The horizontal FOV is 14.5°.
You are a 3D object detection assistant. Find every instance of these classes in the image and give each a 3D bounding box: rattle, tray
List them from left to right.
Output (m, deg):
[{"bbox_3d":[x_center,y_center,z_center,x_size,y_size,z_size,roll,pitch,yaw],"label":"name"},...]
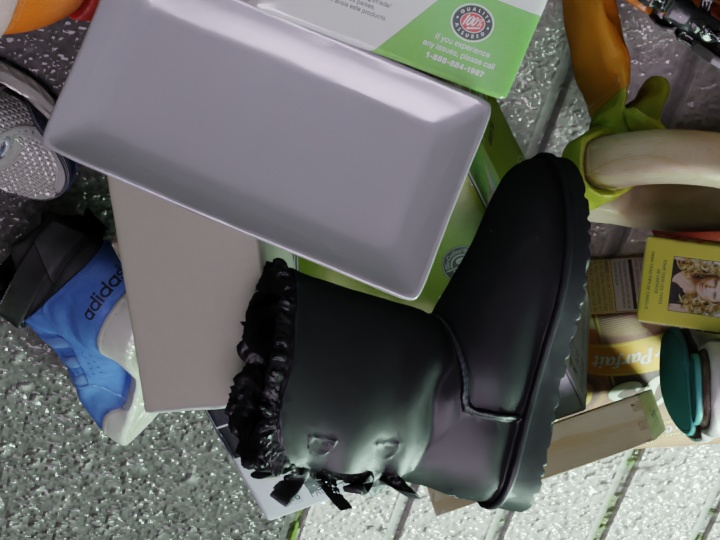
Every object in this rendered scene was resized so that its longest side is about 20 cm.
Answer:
[{"bbox_3d":[-0.045,-0.070,1.387,0.199,0.108,0.022,23,173,-3],"label":"tray"},{"bbox_3d":[0.209,-0.084,1.524,0.199,0.144,0.130,-1,150,12],"label":"rattle"}]

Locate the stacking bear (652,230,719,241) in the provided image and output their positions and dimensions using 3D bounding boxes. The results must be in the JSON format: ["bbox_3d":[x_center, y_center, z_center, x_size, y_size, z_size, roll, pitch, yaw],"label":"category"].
[{"bbox_3d":[0.257,-0.006,1.607,0.199,0.114,0.122,30,163,5],"label":"stacking bear"}]

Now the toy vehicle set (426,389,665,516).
[{"bbox_3d":[0.107,0.101,1.600,0.124,0.027,0.200,-20,176,8],"label":"toy vehicle set"}]

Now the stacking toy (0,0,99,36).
[{"bbox_3d":[-0.108,-0.182,1.441,0.199,0.147,0.147,3,135,-21],"label":"stacking toy"}]

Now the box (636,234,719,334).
[{"bbox_3d":[0.253,0.017,1.517,0.199,0.075,0.050,8,93,20],"label":"box"}]

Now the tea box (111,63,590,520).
[{"bbox_3d":[0.000,0.000,1.572,0.199,0.134,0.197,-20,115,16],"label":"tea box"}]

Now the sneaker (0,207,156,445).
[{"bbox_3d":[-0.161,0.028,1.671,0.111,0.077,0.200,37,164,11],"label":"sneaker"}]

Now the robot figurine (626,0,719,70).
[{"bbox_3d":[0.212,-0.127,1.476,0.199,0.145,0.058,34,105,0],"label":"robot figurine"}]

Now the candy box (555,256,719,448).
[{"bbox_3d":[0.158,0.051,1.711,0.199,0.056,0.116,-4,133,1],"label":"candy box"}]

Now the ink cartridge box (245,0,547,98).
[{"bbox_3d":[0.037,-0.207,1.390,0.145,0.084,0.201,19,102,-20],"label":"ink cartridge box"}]

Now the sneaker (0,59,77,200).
[{"bbox_3d":[-0.241,-0.083,1.548,0.199,0.086,0.077,32,125,-29],"label":"sneaker"}]

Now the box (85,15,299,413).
[{"bbox_3d":[-0.081,-0.033,1.456,0.082,0.068,0.201,-4,101,13],"label":"box"}]

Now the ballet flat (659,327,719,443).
[{"bbox_3d":[0.207,0.063,1.570,0.069,0.200,0.070,0,91,0],"label":"ballet flat"}]

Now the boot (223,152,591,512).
[{"bbox_3d":[0.023,0.027,1.426,0.161,0.073,0.200,11,88,-22],"label":"boot"}]
